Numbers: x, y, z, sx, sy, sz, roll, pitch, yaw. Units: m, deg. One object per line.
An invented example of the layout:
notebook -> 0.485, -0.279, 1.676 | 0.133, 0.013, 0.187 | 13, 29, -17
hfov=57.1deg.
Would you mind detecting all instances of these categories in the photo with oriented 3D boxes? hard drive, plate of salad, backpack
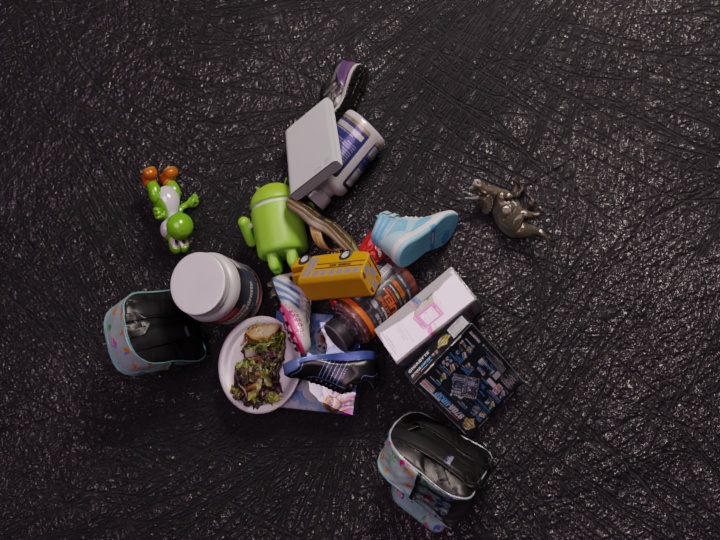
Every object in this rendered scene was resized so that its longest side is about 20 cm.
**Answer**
hard drive -> -0.102, -0.259, 1.394 | 0.130, 0.026, 0.204 | -32, 45, 26
plate of salad -> -0.218, 0.198, 1.398 | 0.194, 0.048, 0.206 | -3, 79, 16
backpack -> 0.132, 0.375, 1.262 | 0.198, 0.177, 0.153 | 34, 120, 16
backpack -> -0.455, 0.137, 1.427 | 0.150, 0.199, 0.180 | -21, 78, 25

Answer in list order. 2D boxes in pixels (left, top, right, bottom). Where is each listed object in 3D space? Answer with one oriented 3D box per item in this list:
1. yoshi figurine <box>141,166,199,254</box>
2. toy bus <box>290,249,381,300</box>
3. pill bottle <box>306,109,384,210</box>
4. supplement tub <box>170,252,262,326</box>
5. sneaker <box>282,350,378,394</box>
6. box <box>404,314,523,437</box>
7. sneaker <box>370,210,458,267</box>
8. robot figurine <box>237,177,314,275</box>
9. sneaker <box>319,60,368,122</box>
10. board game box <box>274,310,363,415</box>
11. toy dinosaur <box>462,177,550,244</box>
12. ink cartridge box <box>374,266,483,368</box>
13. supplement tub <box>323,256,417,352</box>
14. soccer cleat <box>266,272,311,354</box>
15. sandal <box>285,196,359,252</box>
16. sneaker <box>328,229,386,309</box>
yoshi figurine -> -0.429, -0.144, 1.514 | 0.110, 0.112, 0.205 | -21, 80, 2
toy bus -> -0.055, 0.012, 1.322 | 0.196, 0.066, 0.079 | -6, 42, 34
pill bottle -> -0.048, -0.235, 1.433 | 0.111, 0.111, 0.201 | 40, 91, 16
supplement tub -> -0.301, 0.041, 1.404 | 0.136, 0.200, 0.145 | -2, 81, 13
sneaker -> -0.060, 0.211, 1.337 | 0.194, 0.070, 0.080 | -6, 74, 1
box -> 0.203, 0.206, 1.276 | 0.159, 0.046, 0.200 | -45, 119, 2
sneaker -> 0.103, -0.094, 1.370 | 0.198, 0.081, 0.130 | -27, 47, -36
robot figurine -> -0.177, -0.098, 1.440 | 0.171, 0.116, 0.206 | -13, 78, 4
sneaker -> -0.059, -0.374, 1.490 | 0.086, 0.075, 0.204 | 26, 87, 35
board game box -> -0.094, 0.195, 1.412 | 0.193, 0.043, 0.206 | 2, 81, 14
toy dinosaur -> 0.312, -0.119, 1.361 | 0.102, 0.077, 0.201 | -42, 79, 16
ink cartridge box -> 0.139, 0.098, 1.320 | 0.198, 0.144, 0.085 | -38, 72, 5
supplement tub -> 0.018, 0.073, 1.341 | 0.107, 0.108, 0.200 | 42, 70, 15
soccer cleat -> -0.130, 0.080, 1.383 | 0.084, 0.071, 0.202 | -21, 54, -13
sandal -> -0.081, -0.079, 1.374 | 0.198, 0.080, 0.055 | 36, 104, 7
sneaker -> 0.000, 0.000, 1.399 | 0.076, 0.085, 0.203 | 31, 89, 15
